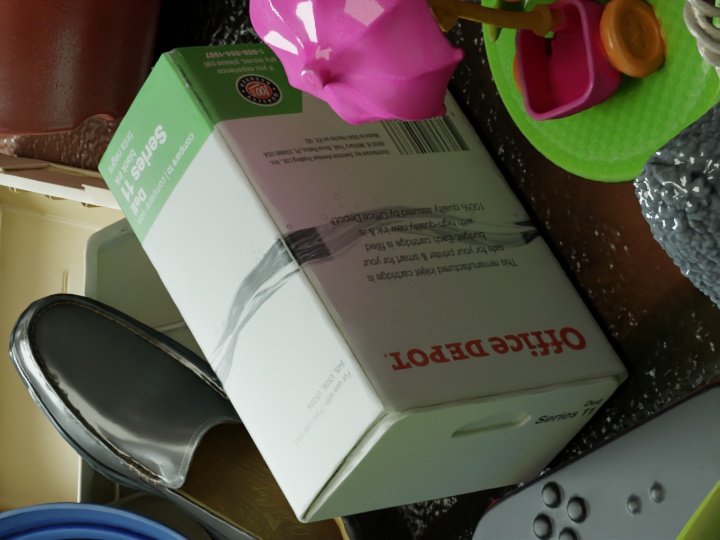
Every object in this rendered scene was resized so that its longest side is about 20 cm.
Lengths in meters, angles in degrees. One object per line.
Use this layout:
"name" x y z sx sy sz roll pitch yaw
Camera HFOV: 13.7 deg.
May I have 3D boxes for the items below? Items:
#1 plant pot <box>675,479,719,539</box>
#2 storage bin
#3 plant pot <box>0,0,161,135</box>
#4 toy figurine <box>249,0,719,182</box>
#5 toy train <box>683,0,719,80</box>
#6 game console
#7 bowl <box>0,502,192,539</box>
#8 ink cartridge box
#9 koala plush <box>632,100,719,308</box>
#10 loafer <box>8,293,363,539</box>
"plant pot" 0.146 0.221 1.087 0.199 0.200 0.182 36 133 4
"storage bin" -0.166 0.050 1.520 0.200 0.094 0.199 12 103 47
"plant pot" -0.169 -0.180 1.441 0.201 0.200 0.196 29 123 42
"toy figurine" 0.035 -0.131 1.213 0.150 0.184 0.201 -21 78 46
"toy train" 0.165 -0.167 1.152 0.116 0.085 0.201 -23 77 33
"game console" 0.132 0.167 1.252 0.177 0.031 0.201 -35 69 44
"bowl" -0.133 0.208 1.385 0.200 0.039 0.201 -1 83 4
"ink cartridge box" 0.000 0.000 1.294 0.083 0.146 0.200 -54 56 38
"koala plush" 0.240 -0.023 1.046 0.200 0.184 0.177 52 141 4
"loafer" -0.074 0.076 1.379 0.200 0.073 0.072 37 162 -1
